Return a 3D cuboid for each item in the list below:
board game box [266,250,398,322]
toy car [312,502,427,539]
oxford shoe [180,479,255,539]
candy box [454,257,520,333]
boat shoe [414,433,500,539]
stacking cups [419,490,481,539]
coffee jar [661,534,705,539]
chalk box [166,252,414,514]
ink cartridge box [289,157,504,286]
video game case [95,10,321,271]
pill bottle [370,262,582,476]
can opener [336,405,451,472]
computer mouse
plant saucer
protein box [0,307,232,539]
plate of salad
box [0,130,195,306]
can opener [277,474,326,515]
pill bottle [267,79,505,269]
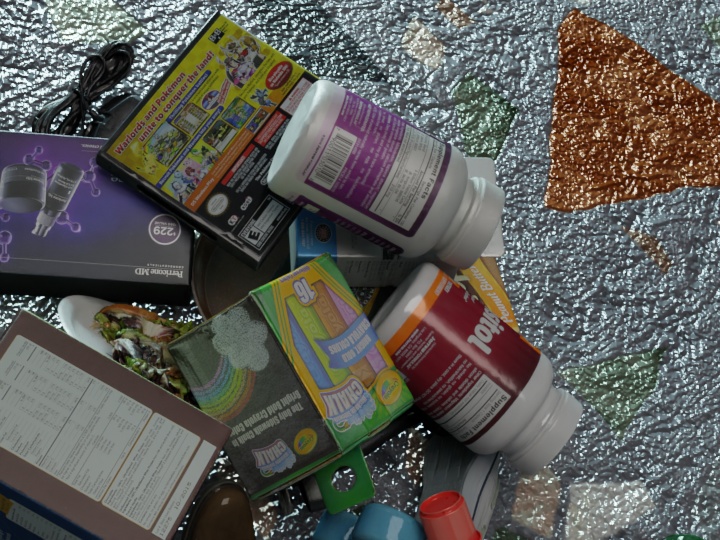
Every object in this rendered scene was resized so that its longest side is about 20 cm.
[{"bbox_3d":[0.000,0.000,1.454,0.135,0.028,0.200,32,63,6],"label":"board game box"},{"bbox_3d":[0.033,0.330,1.277,0.199,0.177,0.185,32,68,-15],"label":"toy car"},{"bbox_3d":[-0.108,0.278,1.244,0.072,0.084,0.202,-2,95,-34],"label":"oxford shoe"},{"bbox_3d":[0.077,-0.006,1.520,0.115,0.055,0.201,-8,67,-18],"label":"candy box"},{"bbox_3d":[0.096,0.212,1.413,0.067,0.073,0.200,62,36,-29],"label":"boat shoe"},{"bbox_3d":[0.095,0.283,1.236,0.060,0.060,0.201,-31,107,-29],"label":"stacking cups"},{"bbox_3d":[0.298,0.357,1.389,0.104,0.085,0.201,30,59,-2],"label":"coffee jar"},{"bbox_3d":[-0.048,0.110,1.277,0.124,0.124,0.201,-29,88,-52],"label":"chalk box"},{"bbox_3d":[0.032,-0.048,1.427,0.198,0.068,0.117,1,63,-8],"label":"ink cartridge box"},{"bbox_3d":[-0.117,-0.125,1.384,0.180,0.026,0.200,34,63,3],"label":"video game case"},{"bbox_3d":[0.103,0.095,1.364,0.200,0.113,0.113,39,58,-5],"label":"pill bottle"},{"bbox_3d":[0.032,0.137,1.424,0.199,0.079,0.064,-21,113,-20],"label":"can opener"},{"bbox_3d":[-0.216,-0.125,1.485,0.200,0.053,0.139,38,72,6],"label":"computer mouse"},{"bbox_3d":[-0.074,0.017,1.472,0.199,0.035,0.202,7,63,-14],"label":"plant saucer"},{"bbox_3d":[-0.240,0.169,1.238,0.199,0.199,0.135,30,61,-1],"label":"protein box"},{"bbox_3d":[-0.181,0.076,1.330,0.200,0.200,0.048,37,101,3],"label":"plate of salad"},{"bbox_3d":[-0.255,-0.048,1.389,0.198,0.079,0.142,3,75,-6],"label":"box"},{"bbox_3d":[-0.079,0.130,1.377,0.066,0.053,0.201,-14,80,-13],"label":"can opener"},{"bbox_3d":[0.026,-0.080,1.331,0.199,0.112,0.113,27,58,-12],"label":"pill bottle"}]
